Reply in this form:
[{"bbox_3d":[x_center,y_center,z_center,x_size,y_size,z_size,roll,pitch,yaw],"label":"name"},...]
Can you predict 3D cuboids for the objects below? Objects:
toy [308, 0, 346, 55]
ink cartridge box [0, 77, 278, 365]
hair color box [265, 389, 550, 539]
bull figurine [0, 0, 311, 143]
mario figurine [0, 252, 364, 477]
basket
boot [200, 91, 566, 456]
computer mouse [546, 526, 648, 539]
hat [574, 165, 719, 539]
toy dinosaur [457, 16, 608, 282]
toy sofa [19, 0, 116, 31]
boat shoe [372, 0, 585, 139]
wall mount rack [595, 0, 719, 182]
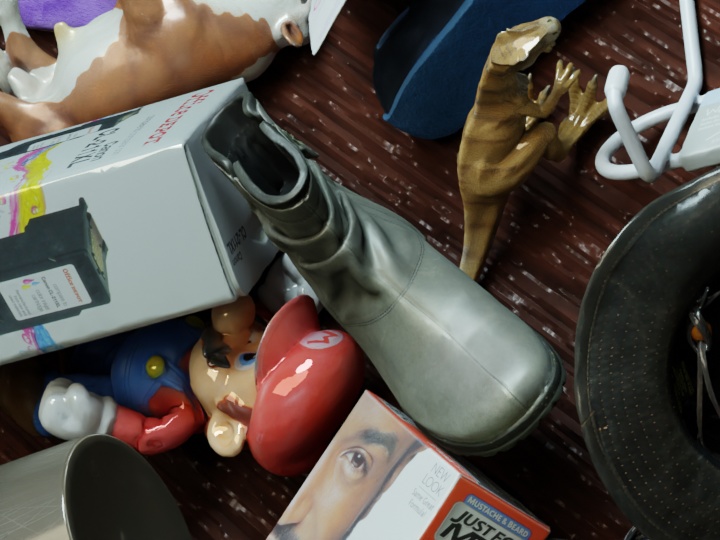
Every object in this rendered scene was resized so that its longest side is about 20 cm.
[{"bbox_3d":[0.018,-0.177,1.448,0.116,0.047,0.200,-63,13,19],"label":"toy"},{"bbox_3d":[-0.147,-0.018,1.457,0.199,0.146,0.083,-15,102,13],"label":"ink cartridge box"},{"bbox_3d":[-0.011,0.168,1.357,0.201,0.064,0.111,-56,30,1],"label":"hair color box"},{"bbox_3d":[-0.118,-0.119,1.534,0.200,0.121,0.065,-36,22,25],"label":"bull figurine"},{"bbox_3d":[-0.086,0.036,1.454,0.199,0.106,0.124,1,71,35],"label":"mario figurine"},{"bbox_3d":[-0.186,0.167,1.422,0.199,0.180,0.137,-24,56,22],"label":"basket"},{"bbox_3d":[0.000,0.000,1.327,0.068,0.131,0.200,-47,38,-1],"label":"boot"},{"bbox_3d":[0.122,0.203,1.286,0.138,0.053,0.201,-16,53,26],"label":"computer mouse"},{"bbox_3d":[0.183,0.034,1.282,0.201,0.200,0.081,-56,9,2],"label":"hat"},{"bbox_3d":[0.063,-0.050,1.403,0.060,0.106,0.201,29,134,25],"label":"toy dinosaur"},{"bbox_3d":[-0.194,-0.186,1.624,0.199,0.083,0.098,11,77,36],"label":"toy sofa"},{"bbox_3d":[0.070,-0.156,1.438,0.200,0.084,0.069,-42,43,14],"label":"boat shoe"},{"bbox_3d":[0.191,-0.115,1.353,0.199,0.075,0.174,-15,26,27],"label":"wall mount rack"}]
